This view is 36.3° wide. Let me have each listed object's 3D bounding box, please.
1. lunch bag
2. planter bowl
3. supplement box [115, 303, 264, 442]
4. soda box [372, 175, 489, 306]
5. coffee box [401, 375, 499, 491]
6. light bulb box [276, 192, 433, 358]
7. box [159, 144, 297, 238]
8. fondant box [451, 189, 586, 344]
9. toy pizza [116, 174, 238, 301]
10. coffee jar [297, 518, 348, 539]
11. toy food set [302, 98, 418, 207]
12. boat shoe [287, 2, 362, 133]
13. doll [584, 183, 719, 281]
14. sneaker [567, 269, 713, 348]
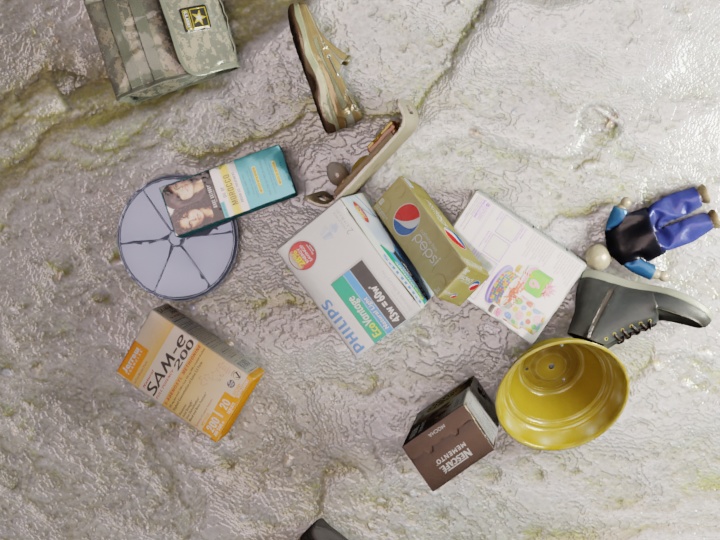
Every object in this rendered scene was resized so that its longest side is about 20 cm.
[{"bbox_3d":[-0.295,-0.361,1.679,0.198,0.118,0.166,-17,93,6],"label":"lunch bag"},{"bbox_3d":[0.291,0.163,1.633,0.198,0.084,0.202,-2,122,-4],"label":"planter bowl"},{"bbox_3d":[-0.271,0.162,1.754,0.199,0.074,0.127,33,100,5],"label":"supplement box"},{"bbox_3d":[0.102,-0.044,1.617,0.068,0.064,0.201,-46,53,18],"label":"soda box"},{"bbox_3d":[0.138,0.237,1.625,0.113,0.200,0.080,-35,90,12],"label":"coffee box"},{"bbox_3d":[0.000,0.000,1.623,0.124,0.200,0.199,-37,90,12],"label":"light bulb box"},{"bbox_3d":[-0.203,-0.122,1.701,0.198,0.049,0.083,-20,89,0],"label":"box"},{"bbox_3d":[0.218,-0.007,1.656,0.199,0.058,0.145,35,101,5],"label":"fondant box"},{"bbox_3d":[-0.290,-0.052,1.752,0.197,0.032,0.203,0,93,6],"label":"toy pizza"},{"bbox_3d":[-0.086,0.500,1.754,0.104,0.085,0.201,36,102,7],"label":"coffee jar"},{"bbox_3d":[0.002,-0.175,1.631,0.060,0.143,0.200,44,102,2],"label":"toy food set"},{"bbox_3d":[-0.050,-0.314,1.671,0.075,0.072,0.202,-19,100,-3],"label":"boat shoe"},{"bbox_3d":[0.426,-0.049,1.618,0.198,0.048,0.138,-23,91,11],"label":"doll"},{"bbox_3d":[0.407,0.077,1.610,0.198,0.075,0.107,15,76,18],"label":"sneaker"}]
